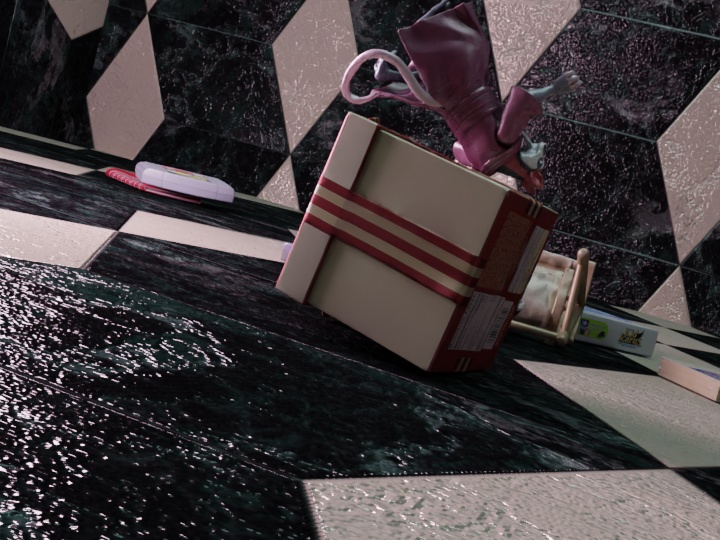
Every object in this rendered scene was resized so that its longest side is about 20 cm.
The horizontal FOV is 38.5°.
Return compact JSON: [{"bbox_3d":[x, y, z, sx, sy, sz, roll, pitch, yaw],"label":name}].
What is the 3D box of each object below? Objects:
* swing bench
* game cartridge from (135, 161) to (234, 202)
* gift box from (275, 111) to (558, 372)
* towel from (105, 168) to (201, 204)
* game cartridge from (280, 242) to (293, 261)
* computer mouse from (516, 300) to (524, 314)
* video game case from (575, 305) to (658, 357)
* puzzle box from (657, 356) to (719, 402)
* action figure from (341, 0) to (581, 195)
[{"bbox_3d":[0.203,0.016,1.384,0.195,0.132,0.200,16,-1,16],"label":"swing bench"},{"bbox_3d":[-0.365,-0.184,2.148,0.196,0.042,0.133,12,13,-23],"label":"game cartridge"},{"bbox_3d":[0.047,-0.016,0.918,0.185,0.187,0.199,28,3,24],"label":"gift box"},{"bbox_3d":[-0.440,-0.180,2.183,0.143,0.023,0.199,11,7,-39],"label":"towel"},{"bbox_3d":[0.000,0.000,1.451,0.197,0.039,0.129,18,9,20],"label":"game cartridge"},{"bbox_3d":[0.133,0.043,1.198,0.109,0.044,0.199,35,16,27],"label":"computer mouse"},{"bbox_3d":[0.331,0.075,1.611,0.179,0.046,0.199,14,4,-31],"label":"video game case"},{"bbox_3d":[0.495,0.156,1.311,0.196,0.026,0.133,14,5,-17],"label":"puzzle box"},{"bbox_3d":[0.104,-0.152,0.953,0.148,0.134,0.201,-25,74,-39],"label":"action figure"}]
